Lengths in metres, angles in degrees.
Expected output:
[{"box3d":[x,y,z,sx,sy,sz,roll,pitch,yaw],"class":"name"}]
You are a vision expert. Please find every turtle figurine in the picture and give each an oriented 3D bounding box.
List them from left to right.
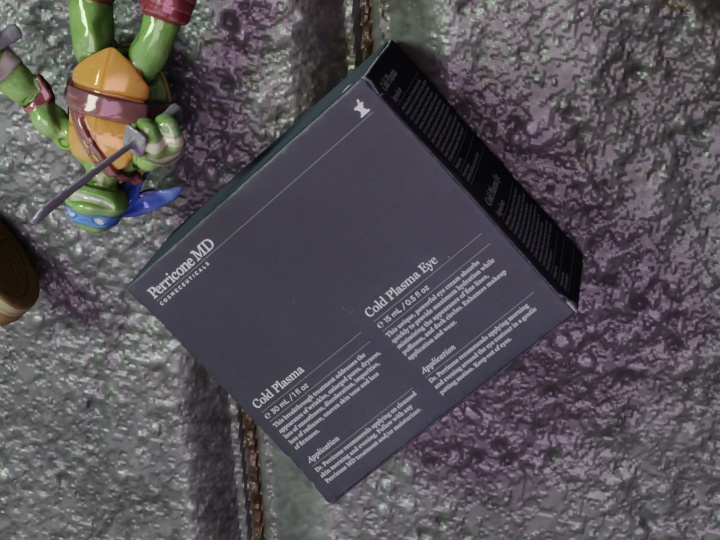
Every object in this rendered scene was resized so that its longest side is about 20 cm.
[{"box3d":[-0.159,-0.119,0.949,0.200,0.144,0.194,12,95,-39],"class":"turtle figurine"}]

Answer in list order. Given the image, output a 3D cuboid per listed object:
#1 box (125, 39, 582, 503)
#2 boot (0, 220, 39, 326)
[{"box3d":[0.000,0.000,0.999,0.200,0.104,0.182,-39,100,20],"class":"box"},{"box3d":[-0.319,0.005,1.074,0.200,0.073,0.156,37,111,-2],"class":"boot"}]
